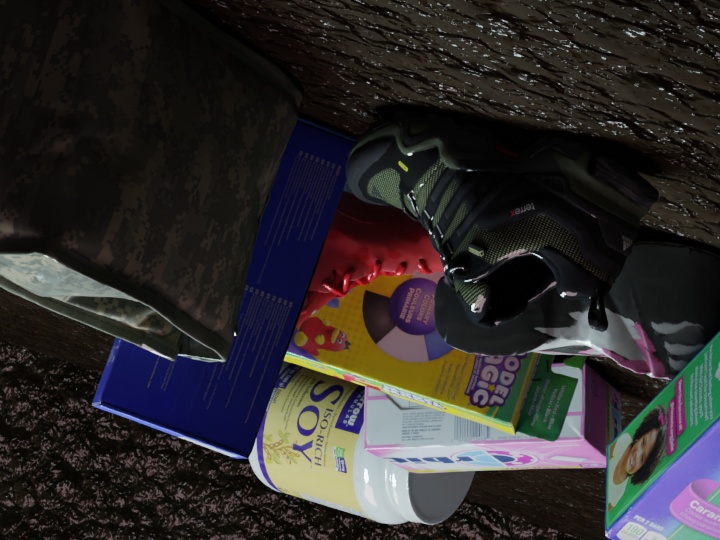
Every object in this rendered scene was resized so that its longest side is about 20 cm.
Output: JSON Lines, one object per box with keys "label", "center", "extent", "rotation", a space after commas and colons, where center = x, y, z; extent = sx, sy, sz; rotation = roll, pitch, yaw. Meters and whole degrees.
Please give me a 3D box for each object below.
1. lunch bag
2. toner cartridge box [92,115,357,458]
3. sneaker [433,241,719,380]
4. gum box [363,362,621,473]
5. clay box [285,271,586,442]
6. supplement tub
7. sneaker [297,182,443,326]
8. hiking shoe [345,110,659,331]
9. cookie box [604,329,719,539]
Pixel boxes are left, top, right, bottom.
{"label": "lunch bag", "center": [-0.121, -0.053, 1.285], "extent": [0.117, 0.164, 0.200], "rotation": [6, 164, 36]}
{"label": "toner cartridge box", "center": [-0.079, 0.001, 1.401], "extent": [0.095, 0.200, 0.043], "rotation": [22, 171, -11]}
{"label": "sneaker", "center": [0.150, 0.017, 1.424], "extent": [0.200, 0.080, 0.086], "rotation": [8, -175, 15]}
{"label": "gum box", "center": [0.104, 0.124, 1.964], "extent": [0.200, 0.066, 0.113], "rotation": [-4, 163, 20]}
{"label": "clay box", "center": [0.051, 0.030, 1.567], "extent": [0.200, 0.115, 0.048], "rotation": [17, 169, 13]}
{"label": "supplement tub", "center": [0.002, 0.170, 2.372], "extent": [0.200, 0.146, 0.145], "rotation": [12, 168, 35]}
{"label": "sneaker", "center": [0.000, 0.000, 1.492], "extent": [0.200, 0.116, 0.078], "rotation": [18, 171, 6]}
{"label": "hiking shoe", "center": [0.059, -0.024, 1.279], "extent": [0.200, 0.101, 0.076], "rotation": [10, 166, 44]}
{"label": "cookie box", "center": [0.261, 0.099, 1.350], "extent": [0.171, 0.075, 0.200], "rotation": [22, 132, -17]}
